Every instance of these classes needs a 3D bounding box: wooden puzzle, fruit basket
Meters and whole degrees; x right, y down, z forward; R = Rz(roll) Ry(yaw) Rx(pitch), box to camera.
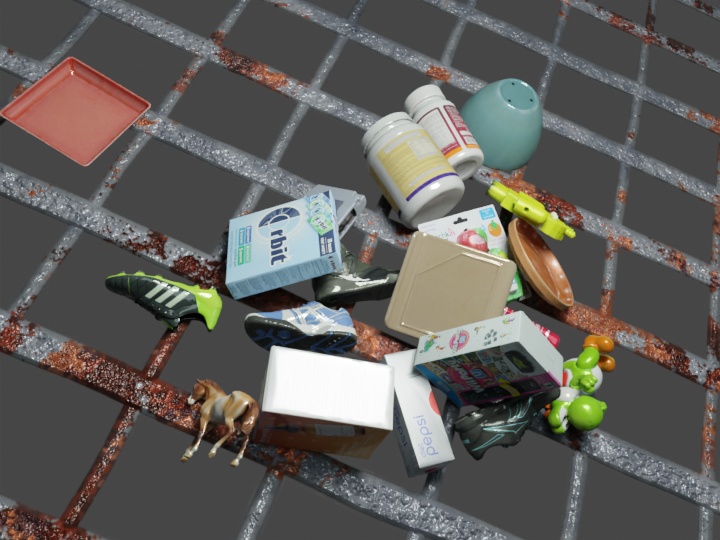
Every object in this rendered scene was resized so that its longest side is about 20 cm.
[{"bbox_3d":[0.162,0.045,1.271,0.198,0.037,0.187,19,87,6],"label":"wooden puzzle"},{"bbox_3d":[0.224,-0.020,1.357,0.183,0.094,0.202,-15,83,-23],"label":"fruit basket"}]

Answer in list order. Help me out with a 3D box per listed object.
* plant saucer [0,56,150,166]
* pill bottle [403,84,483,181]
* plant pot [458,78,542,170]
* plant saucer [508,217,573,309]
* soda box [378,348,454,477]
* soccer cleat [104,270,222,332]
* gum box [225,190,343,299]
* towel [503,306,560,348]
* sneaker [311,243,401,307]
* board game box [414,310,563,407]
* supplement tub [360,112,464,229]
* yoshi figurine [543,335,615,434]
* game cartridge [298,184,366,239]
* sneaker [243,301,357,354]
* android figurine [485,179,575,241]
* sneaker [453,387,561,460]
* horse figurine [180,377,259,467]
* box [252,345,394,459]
[{"bbox_3d":[-0.543,-0.300,1.357,0.198,0.037,0.201,31,56,4],"label":"plant saucer"},{"bbox_3d":[0.174,-0.292,1.511,0.108,0.110,0.201,-15,65,-23],"label":"pill bottle"},{"bbox_3d":[0.324,-0.345,1.571,0.198,0.135,0.202,7,58,-11],"label":"plant pot"},{"bbox_3d":[0.350,-0.011,1.384,0.200,0.032,0.201,41,30,-29],"label":"plant saucer"},{"bbox_3d":[0.090,0.239,1.196,0.067,0.064,0.202,-7,62,-20],"label":"soda box"},{"bbox_3d":[-0.335,0.053,1.190,0.198,0.068,0.082,12,70,-9],"label":"soccer cleat"},{"bbox_3d":[-0.135,-0.048,1.241,0.198,0.045,0.171,-15,44,7],"label":"gum box"},{"bbox_3d":[0.247,0.138,1.282,0.198,0.022,0.146,28,90,3],"label":"towel"},{"bbox_3d":[0.000,0.000,1.306,0.197,0.076,0.115,-7,61,-19],"label":"sneaker"},{"bbox_3d":[0.213,0.152,1.173,0.147,0.199,0.065,43,45,-31],"label":"board game box"},{"bbox_3d":[0.100,-0.201,1.414,0.144,0.146,0.201,-22,68,-26],"label":"supplement tub"},{"bbox_3d":[0.415,0.219,1.277,0.112,0.112,0.200,39,60,2],"label":"yoshi figurine"},{"bbox_3d":[-0.092,-0.080,1.315,0.132,0.042,0.201,11,52,37],"label":"game cartridge"},{"bbox_3d":[-0.105,0.097,1.230,0.198,0.076,0.078,9,44,-17],"label":"sneaker"},{"bbox_3d":[0.351,-0.122,1.450,0.199,0.041,0.182,32,15,7],"label":"android figurine"},{"bbox_3d":[0.262,0.258,1.222,0.198,0.075,0.080,-24,79,-3],"label":"sneaker"},{"bbox_3d":[-0.209,0.227,1.072,0.050,0.199,0.134,43,53,-31],"label":"horse figurine"},{"bbox_3d":[-0.060,0.213,1.116,0.197,0.153,0.107,10,58,-9],"label":"box"}]
